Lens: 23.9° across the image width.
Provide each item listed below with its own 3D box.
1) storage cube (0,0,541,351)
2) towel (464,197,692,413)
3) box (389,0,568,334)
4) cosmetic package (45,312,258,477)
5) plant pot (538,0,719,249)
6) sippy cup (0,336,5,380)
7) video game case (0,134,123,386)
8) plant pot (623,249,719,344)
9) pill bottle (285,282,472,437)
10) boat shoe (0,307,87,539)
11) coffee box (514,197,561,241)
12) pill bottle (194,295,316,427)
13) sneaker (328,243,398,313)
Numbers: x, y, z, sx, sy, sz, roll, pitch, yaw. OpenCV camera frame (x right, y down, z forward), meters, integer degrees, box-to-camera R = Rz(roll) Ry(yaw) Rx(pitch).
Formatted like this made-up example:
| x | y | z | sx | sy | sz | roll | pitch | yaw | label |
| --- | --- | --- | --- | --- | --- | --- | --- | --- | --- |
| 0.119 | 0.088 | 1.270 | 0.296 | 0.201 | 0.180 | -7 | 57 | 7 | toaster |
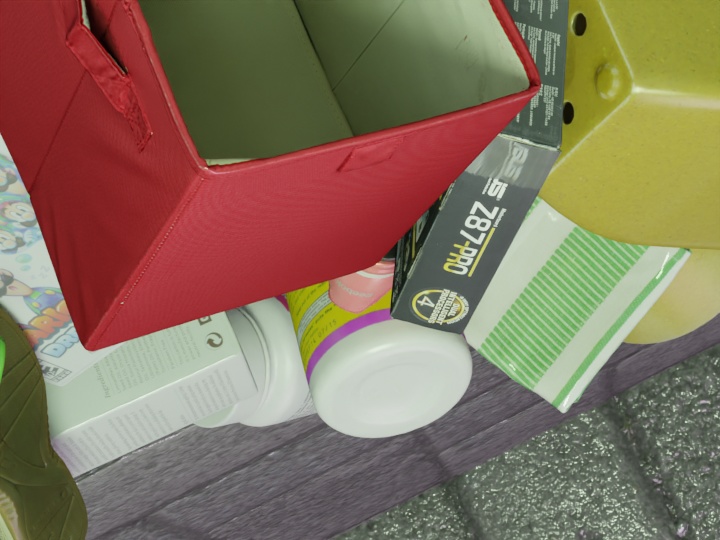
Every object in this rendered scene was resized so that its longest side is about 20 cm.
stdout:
| x | y | z | sx | sy | sz | roll | pitch | yaw | label |
| --- | --- | --- | --- | --- | --- | --- | --- | --- | --- |
| -0.056 | -0.092 | 0.778 | 0.199 | 0.172 | 0.180 | -17 | 163 | -33 | storage cube |
| 0.108 | -0.019 | 1.177 | 0.153 | 0.199 | 0.023 | -52 | 173 | 5 | towel |
| 0.063 | -0.093 | 0.906 | 0.049 | 0.202 | 0.162 | 13 | 142 | -7 | box |
| -0.174 | 0.079 | 1.113 | 0.198 | 0.072 | 0.102 | -24 | 161 | -6 | cosmetic package |
| 0.184 | -0.133 | 1.038 | 0.198 | 0.197 | 0.194 | -5 | 156 | -34 | plant pot |
| -0.270 | 0.020 | 0.833 | 0.138 | 0.132 | 0.178 | 5 | 160 | 35 | sippy cup |
| -0.183 | -0.012 | 0.933 | 0.181 | 0.024 | 0.199 | 26 | 137 | -34 | video game case |
| 0.204 | -0.061 | 1.344 | 0.199 | 0.202 | 0.142 | -33 | 139 | 26 | plant pot |
| 0.000 | 0.000 | 1.103 | 0.103 | 0.201 | 0.105 | -10 | 142 | -8 | pill bottle |
| -0.219 | 0.100 | 0.996 | 0.072 | 0.065 | 0.202 | -52 | 142 | -39 | boat shoe |
| 0.108 | -0.072 | 1.237 | 0.199 | 0.114 | 0.080 | -29 | 165 | 7 | coffee box |
| -0.061 | 0.066 | 1.413 | 0.199 | 0.114 | 0.113 | -10 | 158 | -48 | pill bottle |
| 0.017 | -0.058 | 1.027 | 0.087 | 0.073 | 0.201 | 116 | -1 | -49 | sneaker |
